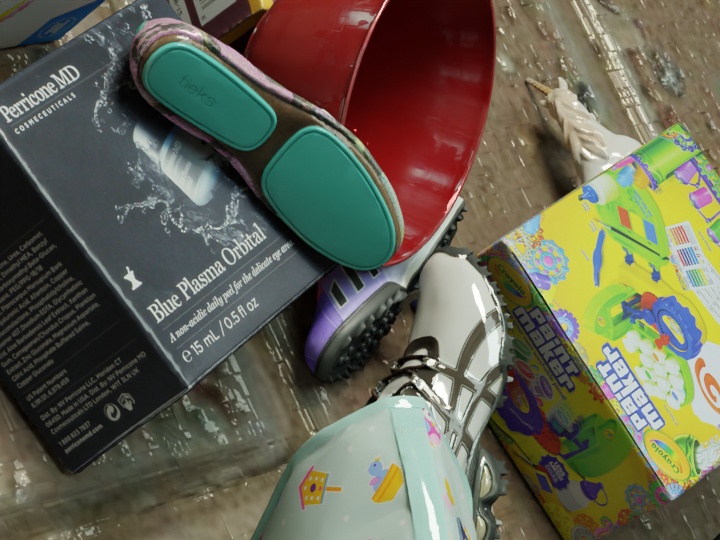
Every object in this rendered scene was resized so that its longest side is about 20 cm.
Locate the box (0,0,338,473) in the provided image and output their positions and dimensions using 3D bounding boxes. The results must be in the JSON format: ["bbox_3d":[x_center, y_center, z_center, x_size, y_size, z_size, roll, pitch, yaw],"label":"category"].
[{"bbox_3d":[-0.141,-0.026,1.588,0.200,0.117,0.197,52,38,-2],"label":"box"}]

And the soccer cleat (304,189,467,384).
[{"bbox_3d":[0.000,0.000,1.775,0.073,0.068,0.200,31,42,6],"label":"soccer cleat"}]

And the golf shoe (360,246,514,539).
[{"bbox_3d":[0.041,0.079,1.713,0.094,0.078,0.201,8,74,-32],"label":"golf shoe"}]

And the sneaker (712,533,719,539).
[{"bbox_3d":[0.310,0.228,1.943,0.200,0.078,0.090,31,25,-33],"label":"sneaker"}]

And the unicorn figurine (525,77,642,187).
[{"bbox_3d":[0.184,-0.052,1.988,0.137,0.074,0.201,25,52,-19],"label":"unicorn figurine"}]

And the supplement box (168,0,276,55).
[{"bbox_3d":[-0.038,-0.199,1.846,0.199,0.085,0.111,-2,68,-47],"label":"supplement box"}]

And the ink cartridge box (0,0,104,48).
[{"bbox_3d":[-0.225,-0.178,1.608,0.199,0.116,0.068,-17,76,-50],"label":"ink cartridge box"}]

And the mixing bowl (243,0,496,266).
[{"bbox_3d":[-0.008,-0.112,1.723,0.200,0.108,0.201,-42,140,-49],"label":"mixing bowl"}]

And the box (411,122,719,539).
[{"bbox_3d":[0.178,0.043,1.842,0.192,0.122,0.201,-31,88,-37],"label":"box"}]

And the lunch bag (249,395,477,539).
[{"bbox_3d":[0.010,0.187,1.503,0.121,0.200,0.171,8,49,-21],"label":"lunch bag"}]

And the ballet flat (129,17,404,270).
[{"bbox_3d":[-0.051,-0.081,1.586,0.200,0.069,0.071,38,20,-21],"label":"ballet flat"}]
